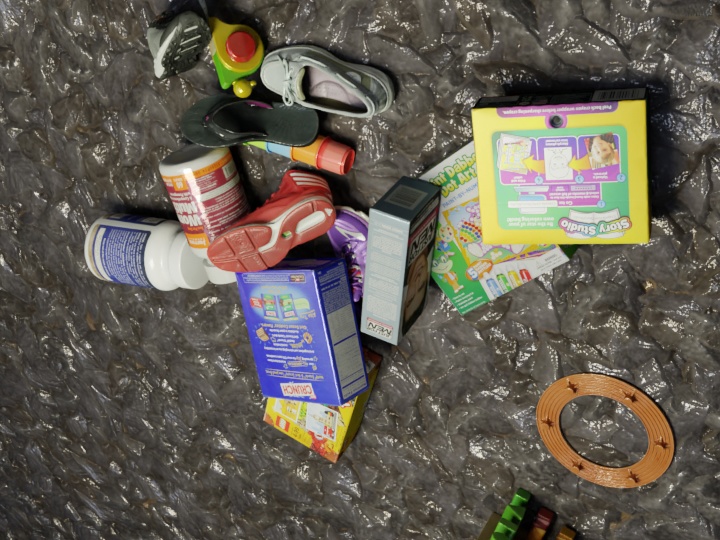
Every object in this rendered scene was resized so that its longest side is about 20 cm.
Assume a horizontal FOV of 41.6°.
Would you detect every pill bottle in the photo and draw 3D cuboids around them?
[{"bbox_3d":[-0.343,-0.029,1.553,0.199,0.116,0.116,8,124,29],"label":"pill bottle"},{"bbox_3d":[-0.221,-0.088,1.439,0.109,0.110,0.201,-1,118,33],"label":"pill bottle"}]

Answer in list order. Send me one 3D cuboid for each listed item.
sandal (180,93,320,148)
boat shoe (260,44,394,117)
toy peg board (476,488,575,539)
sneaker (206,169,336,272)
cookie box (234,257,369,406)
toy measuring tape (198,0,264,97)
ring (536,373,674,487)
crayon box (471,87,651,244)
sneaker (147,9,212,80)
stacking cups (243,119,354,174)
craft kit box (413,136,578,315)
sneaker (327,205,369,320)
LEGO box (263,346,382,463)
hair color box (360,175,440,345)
[{"bbox_3d":[-0.155,-0.209,1.298,0.199,0.048,0.076,2,83,11],"label":"sandal"},{"bbox_3d":[-0.054,-0.246,1.255,0.201,0.065,0.075,22,128,23],"label":"boat shoe"},{"bbox_3d":[0.269,0.437,1.423,0.198,0.200,0.098,26,116,16],"label":"toy peg board"},{"bbox_3d":[-0.126,-0.074,1.371,0.199,0.116,0.079,-19,124,11],"label":"sneaker"},{"bbox_3d":[-0.086,0.087,1.386,0.170,0.075,0.201,0,106,42],"label":"cookie box"},{"bbox_3d":[-0.176,-0.334,1.290,0.073,0.073,0.201,-17,89,39],"label":"toy measuring tape"},{"bbox_3d":[0.344,0.233,1.349,0.199,0.019,0.201,17,127,24],"label":"ring"},{"bbox_3d":[0.240,-0.119,1.123,0.199,0.058,0.174,1,115,20],"label":"crayon box"},{"bbox_3d":[-0.258,-0.320,1.294,0.080,0.074,0.200,66,161,-6],"label":"sneaker"},{"bbox_3d":[-0.103,-0.186,1.341,0.199,0.061,0.061,22,129,13],"label":"stacking cups"},{"bbox_3d":[0.153,-0.060,1.262,0.200,0.048,0.198,-33,96,42],"label":"craft kit box"},{"bbox_3d":[0.000,0.000,1.373,0.080,0.083,0.201,-12,111,38],"label":"sneaker"},{"bbox_3d":[-0.065,0.193,1.547,0.148,0.077,0.201,28,131,14],"label":"LEGO box"},{"bbox_3d":[0.052,-0.012,1.264,0.060,0.099,0.201,20,129,20],"label":"hair color box"}]
